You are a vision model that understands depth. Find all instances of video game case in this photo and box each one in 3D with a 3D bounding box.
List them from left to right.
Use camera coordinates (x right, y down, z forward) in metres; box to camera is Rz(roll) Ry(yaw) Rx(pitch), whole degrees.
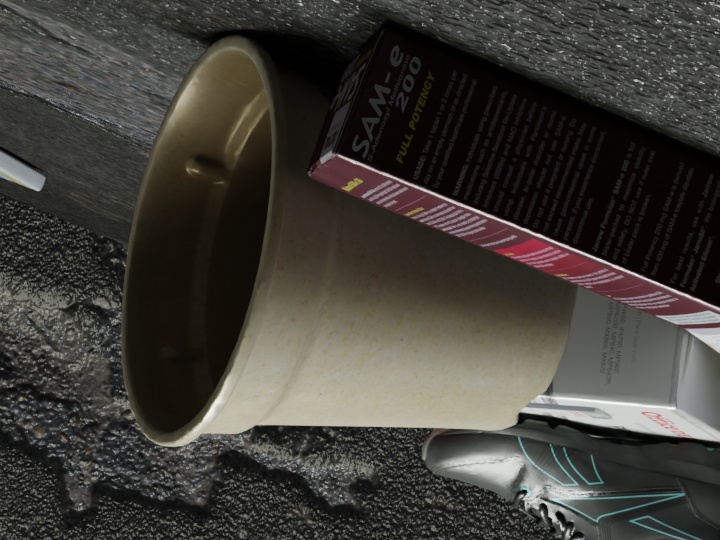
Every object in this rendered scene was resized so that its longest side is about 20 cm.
[{"bbox_3d":[-0.451,-0.143,2.472,0.181,0.022,0.200,20,174,21],"label":"video game case"}]

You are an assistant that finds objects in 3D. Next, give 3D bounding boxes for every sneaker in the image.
[{"bbox_3d":[0.132,0.135,1.399,0.199,0.080,0.075,8,171,8],"label":"sneaker"}]

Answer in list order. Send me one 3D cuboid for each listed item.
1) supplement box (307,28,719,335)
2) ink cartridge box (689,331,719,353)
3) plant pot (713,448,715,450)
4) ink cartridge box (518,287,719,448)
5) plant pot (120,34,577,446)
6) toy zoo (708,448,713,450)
[{"bbox_3d":[0.083,-0.035,1.010,0.199,0.061,0.109,21,175,-7],"label":"supplement box"},{"bbox_3d":[0.278,0.070,1.201,0.199,0.047,0.198,33,173,-2],"label":"ink cartridge box"},{"bbox_3d":[0.347,0.170,1.452,0.200,0.201,0.198,24,168,-31],"label":"plant pot"},{"bbox_3d":[0.125,0.050,1.397,0.199,0.085,0.146,2,167,27],"label":"ink cartridge box"},{"bbox_3d":[0.000,0.000,1.162,0.182,0.202,0.200,10,180,-24],"label":"plant pot"},{"bbox_3d":[0.282,0.152,1.607,0.200,0.021,0.131,35,166,-30],"label":"toy zoo"}]
